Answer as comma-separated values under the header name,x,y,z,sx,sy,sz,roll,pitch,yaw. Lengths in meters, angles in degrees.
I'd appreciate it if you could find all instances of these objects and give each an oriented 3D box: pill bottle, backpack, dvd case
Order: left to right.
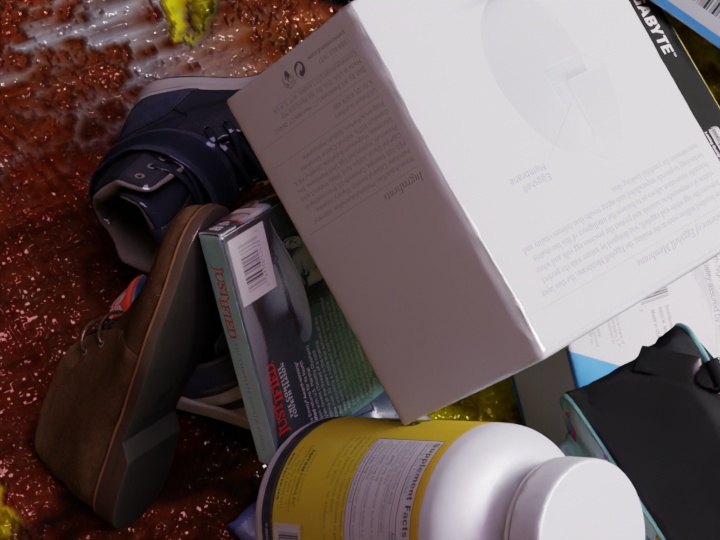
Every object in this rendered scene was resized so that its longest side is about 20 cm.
name,x,y,z,sx,sy,sz,roll,pitch,yaw
dvd case,0.000,0.000,1.242,0.200,0.022,0.146,-36,123,-39
pill bottle,0.046,0.134,1.148,0.112,0.200,0.112,1,88,-43
backpack,0.186,0.158,1.224,0.153,0.200,0.176,-36,52,0

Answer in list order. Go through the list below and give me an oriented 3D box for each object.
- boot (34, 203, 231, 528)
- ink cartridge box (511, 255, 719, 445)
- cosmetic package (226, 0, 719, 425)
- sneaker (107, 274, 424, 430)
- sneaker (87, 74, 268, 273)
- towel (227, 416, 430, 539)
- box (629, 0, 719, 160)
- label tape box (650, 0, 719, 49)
name,x,y,z,sx,sy,sz,roll,pitch,yaw
boot,-0.129,0.043,1.216,0.075,0.200,0.074,32,25,21
ink cartridge box,0.190,0.023,1.354,0.200,0.086,0.147,-18,99,-26
cosmetic package,0.072,-0.055,1.174,0.199,0.123,0.200,-26,86,-43
sneaker,-0.051,0.048,1.279,0.200,0.085,0.075,9,54,-7
sneaker,-0.063,-0.062,1.284,0.202,0.077,0.146,-8,30,24
towel,0.040,0.174,1.295,0.200,0.024,0.147,43,62,8
box,0.155,-0.098,1.456,0.160,0.049,0.200,-19,72,-24
label tape box,0.290,-0.207,1.534,0.144,0.063,0.200,35,33,2
